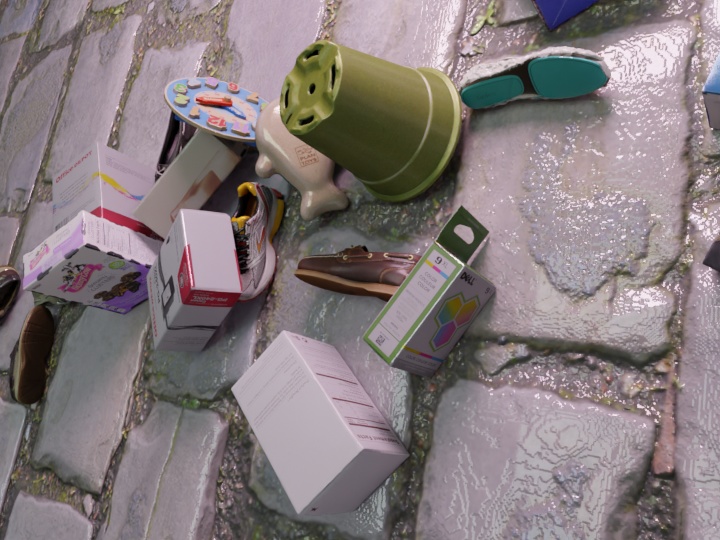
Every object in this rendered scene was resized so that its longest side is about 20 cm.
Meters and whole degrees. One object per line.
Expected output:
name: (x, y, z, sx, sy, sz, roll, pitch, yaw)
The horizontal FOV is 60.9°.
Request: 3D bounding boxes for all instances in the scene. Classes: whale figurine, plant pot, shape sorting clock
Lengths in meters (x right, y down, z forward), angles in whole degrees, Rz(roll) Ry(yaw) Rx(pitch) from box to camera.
whale figurine: (-0.087, -0.173, 0.961, 0.159, 0.104, 0.200, -22, 83, -8)
plant pot: (-0.001, -0.211, 0.823, 0.200, 0.190, 0.201, -13, 71, 44)
shape sorting clock: (-0.225, -0.274, 1.024, 0.200, 0.200, 0.039, 58, 137, 33)

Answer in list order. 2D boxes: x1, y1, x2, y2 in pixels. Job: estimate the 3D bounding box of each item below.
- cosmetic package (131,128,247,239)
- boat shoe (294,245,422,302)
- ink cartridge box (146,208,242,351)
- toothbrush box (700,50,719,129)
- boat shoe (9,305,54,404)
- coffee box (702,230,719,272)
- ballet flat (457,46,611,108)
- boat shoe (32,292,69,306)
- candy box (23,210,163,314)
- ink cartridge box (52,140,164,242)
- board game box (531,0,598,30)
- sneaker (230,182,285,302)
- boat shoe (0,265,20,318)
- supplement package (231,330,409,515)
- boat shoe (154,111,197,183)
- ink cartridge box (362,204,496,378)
cosmetic package: (-0.296, -0.157, 1.071, 0.200, 0.087, 0.103, -46, 18, 14)
boat shoe: (0.000, 0.000, 0.854, 0.200, 0.070, 0.070, 9, 75, 29)
ink cartridge box: (-0.269, 0.022, 0.970, 0.200, 0.083, 0.146, -47, 50, 43)
toothbrush box: (0.459, -0.235, 0.608, 0.146, 0.085, 0.200, 24, 89, 38)
boat shoe: (-0.684, 0.172, 1.255, 0.065, 0.073, 0.201, -6, 71, 27)
coffee box: (0.416, -0.065, 0.549, 0.123, 0.044, 0.200, 39, 126, 34)
ballet flat: (0.221, -0.260, 0.793, 0.200, 0.072, 0.072, 2, 75, 34)
boat shoe: (-0.616, 0.041, 1.266, 0.200, 0.072, 0.062, -8, 87, 40)
candy box: (-0.451, -0.006, 1.077, 0.168, 0.200, 0.072, -29, 60, 24)
ink cartridge box: (-0.482, -0.109, 1.167, 0.145, 0.145, 0.200, -28, 61, 24)
board game box: (0.270, -0.453, 0.803, 0.159, 0.097, 0.200, -27, 61, 24)
sneaker: (-0.184, -0.047, 0.983, 0.078, 0.082, 0.201, -5, 72, 33)
boat shoe: (-0.838, 0.084, 1.381, 0.065, 0.073, 0.200, 31, 93, 40)
supplement package: (-0.055, 0.195, 0.792, 0.117, 0.117, 0.200, -47, 54, 11)
boat shoe: (-0.367, -0.226, 1.183, 0.067, 0.057, 0.200, 11, 80, 36)
ink cartridge box: (0.102, 0.031, 0.749, 0.059, 0.104, 0.200, 40, 98, 36)
